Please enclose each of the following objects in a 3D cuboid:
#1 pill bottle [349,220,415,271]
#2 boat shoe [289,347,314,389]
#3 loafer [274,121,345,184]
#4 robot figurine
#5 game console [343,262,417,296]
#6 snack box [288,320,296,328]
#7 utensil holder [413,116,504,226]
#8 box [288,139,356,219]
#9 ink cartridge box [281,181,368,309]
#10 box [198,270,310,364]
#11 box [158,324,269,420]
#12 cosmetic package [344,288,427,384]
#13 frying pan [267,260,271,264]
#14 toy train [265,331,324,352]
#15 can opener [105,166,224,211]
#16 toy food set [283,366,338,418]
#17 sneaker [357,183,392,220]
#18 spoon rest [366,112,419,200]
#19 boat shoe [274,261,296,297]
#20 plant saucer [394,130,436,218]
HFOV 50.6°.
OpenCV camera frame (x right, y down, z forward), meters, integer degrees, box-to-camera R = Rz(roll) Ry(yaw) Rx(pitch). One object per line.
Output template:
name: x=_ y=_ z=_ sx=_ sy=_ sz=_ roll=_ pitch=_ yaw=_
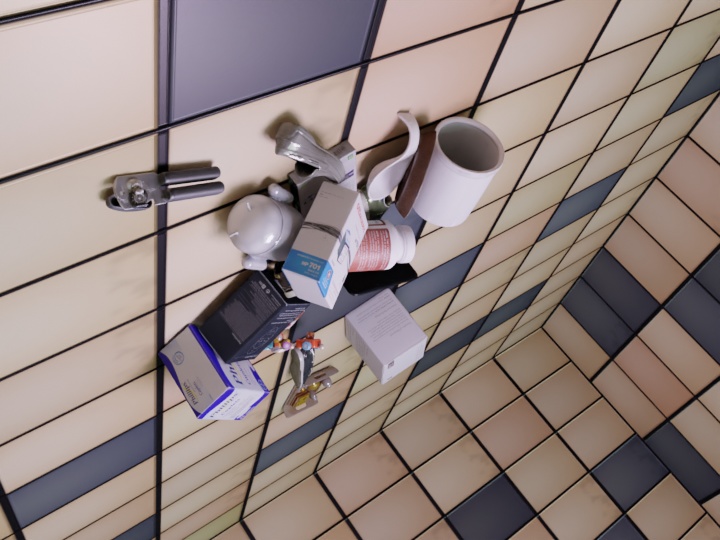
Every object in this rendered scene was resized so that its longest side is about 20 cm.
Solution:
pill bottle: x=0.015 y=-0.054 z=1.688 sx=0.199 sy=0.113 sz=0.112 roll=-3 pitch=144 yaw=-21
boat shoe: x=-0.166 y=0.282 z=2.236 sx=0.060 sy=0.076 sz=0.200 roll=-23 pitch=154 yaw=-23
loafer: x=-0.094 y=-0.201 z=1.398 sx=0.200 sy=0.070 sz=0.070 roll=32 pitch=79 yaw=-54
robot figurine: x=-0.179 y=-0.081 z=1.462 sx=0.200 sy=0.112 sz=0.171 roll=15 pitch=93 yaw=-64
game console: x=0.000 y=0.000 z=1.796 sx=0.199 sy=0.117 sz=0.176 roll=-14 pitch=176 yaw=-34
snack box: x=-0.221 y=0.119 z=1.901 sx=0.072 sy=0.024 sz=0.200 roll=-47 pitch=158 yaw=22
utensil holder: x=0.214 y=-0.222 z=1.753 sx=0.169 sy=0.170 sz=0.200 roll=-25 pitch=157 yaw=-32
box: x=-0.074 y=-0.167 z=1.573 sx=0.144 sy=0.036 sz=0.200 roll=-33 pitch=156 yaw=-16
ink cartridge box: x=-0.065 y=-0.048 z=1.492 sx=0.147 sy=0.085 sz=0.201 roll=71 pitch=41 yaw=-65
box: x=-0.235 y=0.103 z=1.710 sx=0.200 sy=0.107 sz=0.148 roll=-44 pitch=167 yaw=11
box: x=-0.330 y=0.235 z=1.737 sx=0.105 sy=0.184 sz=0.200 roll=-41 pitch=159 yaw=9
cosmetic package: x=0.074 y=0.199 z=2.293 sx=0.165 sy=0.200 sz=0.165 roll=-33 pitch=158 yaw=-16
frying pan: x=-0.163 y=-0.055 z=1.592 sx=0.190 sy=0.031 sz=0.115 roll=-38 pitch=174 yaw=37
toy train: x=-0.191 y=0.178 z=1.958 sx=0.149 sy=0.056 sz=0.200 roll=-3 pitch=176 yaw=30
can opener: x=-0.320 y=-0.133 z=1.246 sx=0.067 sy=0.054 sz=0.199 roll=-15 pitch=-179 yaw=44
toy food set: x=-0.161 y=0.402 z=2.495 sx=0.143 sy=0.060 sz=0.200 roll=-20 pitch=150 yaw=-41
sneaker: x=0.036 y=-0.139 z=1.754 sx=0.090 sy=0.067 sz=0.200 roll=-30 pitch=154 yaw=-9
spoon rest: x=0.072 y=-0.231 z=1.606 sx=0.099 sy=0.061 sz=0.201 roll=-14 pitch=136 yaw=-45
boat shoe: x=-0.151 y=-0.004 z=1.631 sx=0.071 sy=0.061 sz=0.201 roll=-28 pitch=-161 yaw=-1
plant saucer: x=0.115 y=-0.214 z=1.658 sx=0.200 sy=0.034 sz=0.201 roll=-162 pitch=-90 yaw=-84
